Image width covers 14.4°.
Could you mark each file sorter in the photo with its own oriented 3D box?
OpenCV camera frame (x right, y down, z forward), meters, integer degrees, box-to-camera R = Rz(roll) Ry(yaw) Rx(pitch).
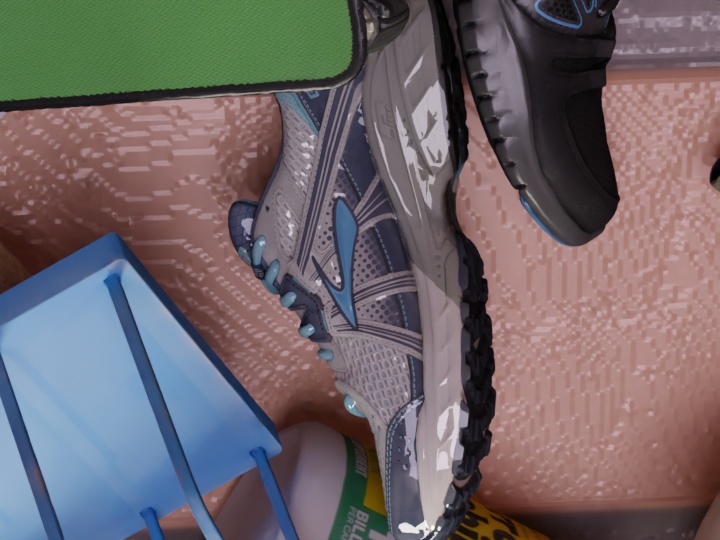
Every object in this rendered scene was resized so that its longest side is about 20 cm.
[{"bbox_3d":[-0.122,0.112,0.952,0.199,0.123,0.139,-29,143,5],"label":"file sorter"}]

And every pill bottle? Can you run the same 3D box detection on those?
[{"bbox_3d":[0.039,0.147,1.076,0.199,0.113,0.113,28,108,-13],"label":"pill bottle"}]

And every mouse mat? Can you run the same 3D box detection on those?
[{"bbox_3d":[-0.100,-0.130,0.906,0.199,0.008,0.162,-2,108,19],"label":"mouse mat"}]

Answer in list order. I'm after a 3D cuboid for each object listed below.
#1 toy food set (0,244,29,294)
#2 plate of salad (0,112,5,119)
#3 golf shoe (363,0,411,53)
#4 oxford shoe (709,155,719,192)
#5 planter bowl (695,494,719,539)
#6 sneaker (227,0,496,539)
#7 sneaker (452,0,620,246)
[{"bbox_3d":[-0.202,0.055,1.049,0.199,0.049,0.199,-30,111,8],"label":"toy food set"},{"bbox_3d":[-0.194,-0.120,0.966,0.198,0.048,0.202,-1,97,-9],"label":"plate of salad"},{"bbox_3d":[-0.077,-0.127,0.967,0.199,0.088,0.078,18,111,-12],"label":"golf shoe"},{"bbox_3d":[0.176,-0.105,1.007,0.074,0.071,0.201,12,110,-3],"label":"oxford shoe"},{"bbox_3d":[0.229,0.148,1.032,0.199,0.134,0.202,-2,94,-30],"label":"planter bowl"},{"bbox_3d":[0.000,0.000,1.022,0.086,0.078,0.202,-7,86,10],"label":"sneaker"},{"bbox_3d":[0.068,-0.103,0.998,0.081,0.073,0.201,-16,113,1],"label":"sneaker"}]
